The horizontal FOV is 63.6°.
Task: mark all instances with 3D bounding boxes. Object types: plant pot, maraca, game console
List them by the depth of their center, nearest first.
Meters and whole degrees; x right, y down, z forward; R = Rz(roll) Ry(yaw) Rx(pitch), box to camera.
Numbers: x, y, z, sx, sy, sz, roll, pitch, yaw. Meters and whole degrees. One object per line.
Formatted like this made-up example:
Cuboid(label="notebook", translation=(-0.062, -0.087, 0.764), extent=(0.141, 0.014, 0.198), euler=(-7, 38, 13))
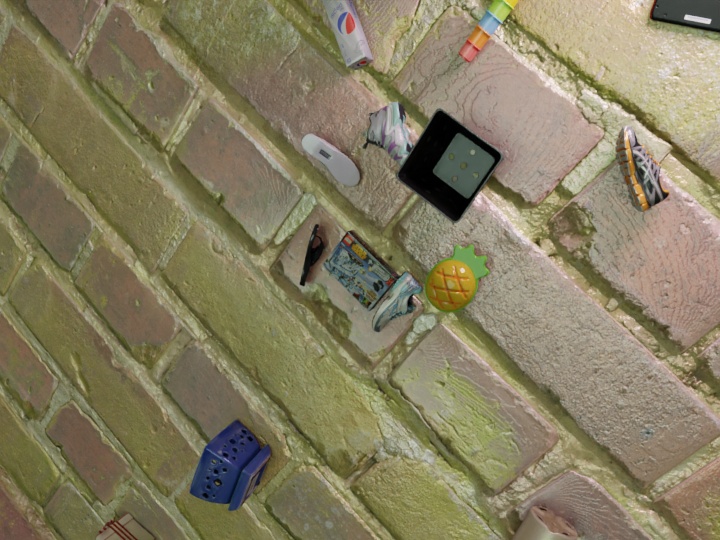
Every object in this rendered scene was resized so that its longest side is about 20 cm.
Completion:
Cuboid(label="game console", translation=(0.760, -0.621, 1.260), extent=(0.198, 0.031, 0.180), euler=(21, 112, 20))
Cuboid(label="plant pot", translation=(0.242, -0.266, 1.470), extent=(0.199, 0.177, 0.201), euler=(39, 113, 12))
Cuboid(label="maraca", translation=(0.256, 0.024, 1.556), extent=(0.137, 0.107, 0.201), euler=(39, 113, 5))
Cuboid(label="plant pot", translation=(0.485, 0.754, 1.561), extent=(0.198, 0.200, 0.186), euler=(26, 98, 17))
Cuboid(label="plant pot", translation=(-0.422, 0.657, 1.931), extent=(0.178, 0.200, 0.202), euler=(27, 109, 10))

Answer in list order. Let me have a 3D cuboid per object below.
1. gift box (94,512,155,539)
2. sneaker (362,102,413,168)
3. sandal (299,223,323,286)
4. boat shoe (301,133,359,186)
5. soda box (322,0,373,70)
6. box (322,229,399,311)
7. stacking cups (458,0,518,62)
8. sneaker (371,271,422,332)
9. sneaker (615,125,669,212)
Cuboid(label="gift box", translation=(-0.938, 1.077, 2.236), extent=(0.185, 0.200, 0.186), euler=(31, 106, 17))
Cuboid(label="sneaker", translation=(0.069, -0.344, 1.593), extent=(0.138, 0.077, 0.204), euler=(-13, 85, 27))
Cuboid(label="sandal", translation=(-0.141, -0.046, 1.749), extent=(0.047, 0.076, 0.203), euler=(13, 114, -5))
Cuboid(label="boat shoe", translation=(-0.083, -0.320, 1.665), extent=(0.199, 0.066, 0.072), euler=(33, 109, -8))
Cuboid(label="soda box", translation=(-0.035, -0.657, 1.579), extent=(0.063, 0.068, 0.203), euler=(-19, 91, 25))
Cuboid(label="box", translation=(0.000, 0.000, 1.702), extent=(0.200, 0.040, 0.137), euler=(45, 115, 10))
Cuboid(label="stacking cups", translation=(0.319, -0.610, 1.435), extent=(0.060, 0.060, 0.201), euler=(42, 113, 11))
Cuboid(label="sneaker", translation=(0.104, 0.106, 1.658), extent=(0.086, 0.078, 0.201), euler=(36, 112, 10))
Cuboid(label="sneaker", translation=(0.655, -0.243, 1.356), extent=(0.076, 0.078, 0.203), euler=(-19, 96, 12))
